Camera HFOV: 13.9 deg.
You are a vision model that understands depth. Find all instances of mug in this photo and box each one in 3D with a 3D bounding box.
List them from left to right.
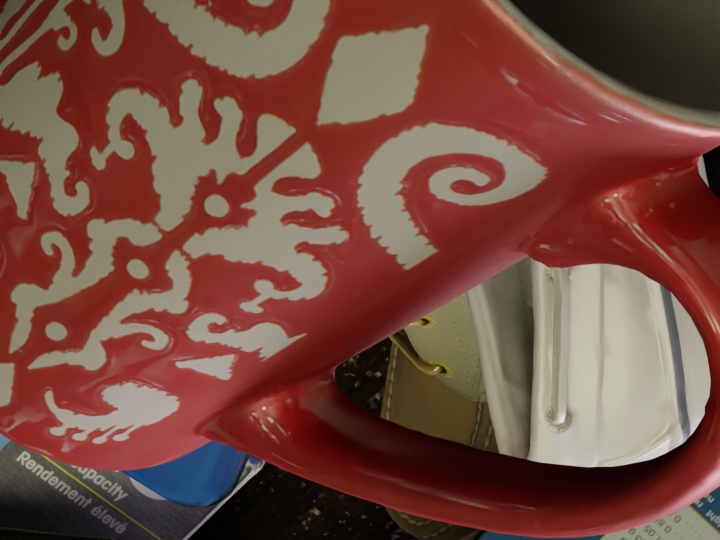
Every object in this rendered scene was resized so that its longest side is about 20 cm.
[{"bbox_3d":[-0.009,-0.025,0.619,0.133,0.178,0.200,14,147,-37],"label":"mug"}]

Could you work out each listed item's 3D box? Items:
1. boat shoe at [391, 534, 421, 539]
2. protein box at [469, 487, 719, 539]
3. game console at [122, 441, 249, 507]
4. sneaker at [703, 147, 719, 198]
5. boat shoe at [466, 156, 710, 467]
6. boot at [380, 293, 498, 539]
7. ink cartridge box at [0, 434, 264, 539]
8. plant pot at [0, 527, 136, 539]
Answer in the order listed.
[{"bbox_3d":[0.053,0.109,0.986,0.200,0.065,0.073,-33,108,20],"label":"boat shoe"},{"bbox_3d":[0.118,0.128,0.843,0.199,0.135,0.200,42,115,6],"label":"protein box"},{"bbox_3d":[-0.075,-0.066,0.803,0.200,0.171,0.118,32,160,9],"label":"game console"},{"bbox_3d":[0.168,0.039,0.930,0.200,0.074,0.089,32,115,-10],"label":"sneaker"},{"bbox_3d":[0.039,-0.044,0.712,0.065,0.074,0.200,-16,92,-17],"label":"boat shoe"},{"bbox_3d":[0.000,0.000,0.886,0.154,0.072,0.200,-6,121,-38],"label":"boot"},{"bbox_3d":[-0.133,0.027,0.977,0.198,0.047,0.200,38,118,-12],"label":"ink cartridge box"},{"bbox_3d":[-0.142,0.214,0.962,0.200,0.178,0.200,3,131,19],"label":"plant pot"}]
